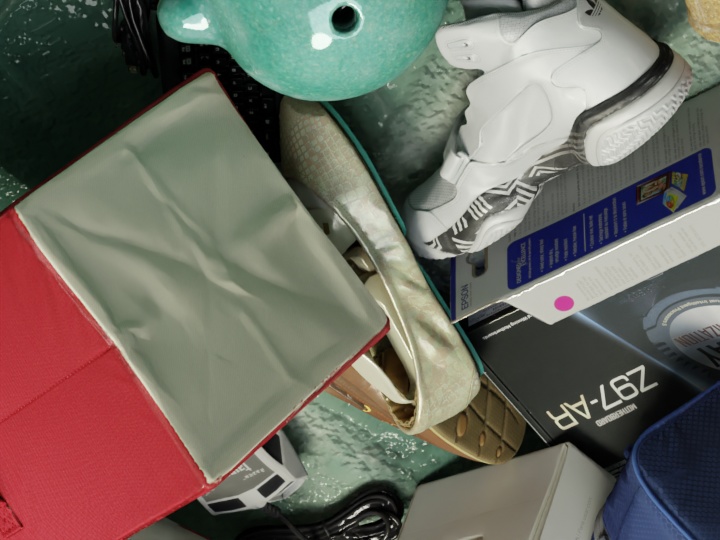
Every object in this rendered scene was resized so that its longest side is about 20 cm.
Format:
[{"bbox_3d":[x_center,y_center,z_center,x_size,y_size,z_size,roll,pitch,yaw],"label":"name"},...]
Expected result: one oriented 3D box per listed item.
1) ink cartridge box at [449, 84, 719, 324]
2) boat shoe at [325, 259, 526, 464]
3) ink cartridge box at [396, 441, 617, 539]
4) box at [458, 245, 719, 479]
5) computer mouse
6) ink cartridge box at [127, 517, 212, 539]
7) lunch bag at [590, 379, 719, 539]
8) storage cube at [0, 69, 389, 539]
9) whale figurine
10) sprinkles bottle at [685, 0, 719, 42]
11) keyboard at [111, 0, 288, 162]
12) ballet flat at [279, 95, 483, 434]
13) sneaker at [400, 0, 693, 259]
[{"bbox_3d":[0.139,-0.032,1.527,0.199,0.095,0.037,-24,125,20],"label":"ink cartridge box"},{"bbox_3d":[0.013,0.046,1.620,0.200,0.072,0.067,36,152,-29],"label":"boat shoe"},{"bbox_3d":[0.132,0.199,1.686,0.200,0.088,0.145,36,146,-25],"label":"ink cartridge box"},{"bbox_3d":[0.176,0.031,1.601,0.199,0.044,0.160,-26,128,21],"label":"box"},{"bbox_3d":[-0.069,0.110,1.685,0.109,0.044,0.200,-23,130,25],"label":"computer mouse"},{"bbox_3d":[-0.148,0.250,1.692,0.144,0.083,0.201,24,101,-1],"label":"ink cartridge box"},{"bbox_3d":[0.217,0.159,1.560,0.135,0.200,0.133,-28,152,-28],"label":"lunch bag"},{"bbox_3d":[-0.127,0.031,1.476,0.179,0.200,0.171,-32,96,45],"label":"storage cube"},{"bbox_3d":[-0.040,-0.167,1.407,0.159,0.104,0.200,-41,119,12],"label":"whale figurine"},{"bbox_3d":[0.166,-0.209,1.404,0.068,0.068,0.201,-16,126,15],"label":"sprinkles bottle"},{"bbox_3d":[-0.084,-0.131,1.495,0.103,0.040,0.201,-1,127,2],"label":"keyboard"},{"bbox_3d":[0.000,0.000,1.534,0.201,0.062,0.067,59,157,-14],"label":"ballet flat"},{"bbox_3d":[0.070,-0.090,1.502,0.199,0.075,0.115,-32,108,38],"label":"sneaker"}]
